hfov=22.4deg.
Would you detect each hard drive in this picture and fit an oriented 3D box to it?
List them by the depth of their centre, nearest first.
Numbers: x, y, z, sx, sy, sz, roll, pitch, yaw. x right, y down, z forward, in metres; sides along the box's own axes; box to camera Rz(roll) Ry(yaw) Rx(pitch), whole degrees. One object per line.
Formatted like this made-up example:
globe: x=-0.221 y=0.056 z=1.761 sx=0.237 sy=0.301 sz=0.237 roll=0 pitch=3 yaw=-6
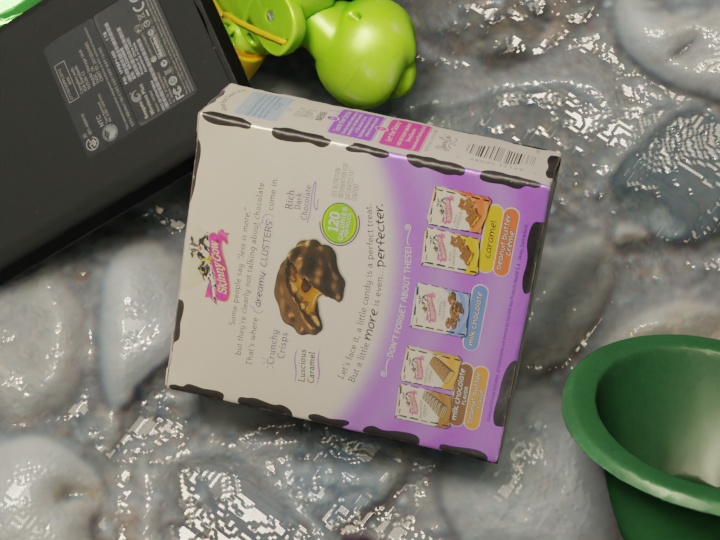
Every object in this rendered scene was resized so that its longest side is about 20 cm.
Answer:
hard drive: x=-0.169 y=-0.100 z=1.101 sx=0.199 sy=0.033 sz=0.141 roll=-29 pitch=73 yaw=13

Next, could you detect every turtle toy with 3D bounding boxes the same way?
turtle toy: x=-0.038 y=-0.184 z=1.126 sx=0.100 sy=0.146 sz=0.201 roll=-10 pitch=62 yaw=-40

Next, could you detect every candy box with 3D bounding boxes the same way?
candy box: x=0.000 y=0.000 z=1.028 sx=0.198 sy=0.072 sz=0.169 roll=13 pitch=112 yaw=7

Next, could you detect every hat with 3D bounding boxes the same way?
hat: x=0.182 y=0.161 z=1.035 sx=0.164 sy=0.178 sz=0.200 roll=12 pitch=29 yaw=8

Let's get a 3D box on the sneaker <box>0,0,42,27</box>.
sneaker: x=-0.282 y=-0.194 z=1.154 sx=0.198 sy=0.084 sz=0.074 roll=9 pitch=30 yaw=4
